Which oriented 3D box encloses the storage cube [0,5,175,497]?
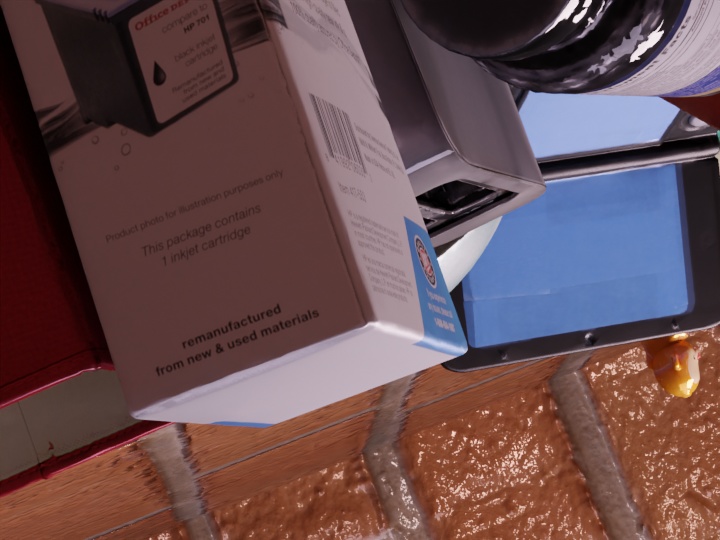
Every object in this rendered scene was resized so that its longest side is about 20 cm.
[{"bbox_3d":[-0.166,-0.012,0.778,0.171,0.180,0.200,-23,169,9],"label":"storage cube"}]

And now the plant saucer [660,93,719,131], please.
[{"bbox_3d":[0.242,-0.133,1.173,0.200,0.037,0.200,-18,-154,-16],"label":"plant saucer"}]

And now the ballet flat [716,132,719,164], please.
[{"bbox_3d":[0.244,-0.079,1.612,0.200,0.070,0.067,-22,170,1],"label":"ballet flat"}]

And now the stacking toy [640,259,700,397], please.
[{"bbox_3d":[0.170,-0.015,1.418,0.110,0.200,0.116,-23,169,7],"label":"stacking toy"}]

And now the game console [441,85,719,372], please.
[{"bbox_3d":[0.141,-0.042,1.309,0.200,0.117,0.176,-9,155,-20],"label":"game console"}]

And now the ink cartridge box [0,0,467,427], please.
[{"bbox_3d":[-0.045,-0.056,0.734,0.086,0.200,0.146,-22,170,11],"label":"ink cartridge box"}]

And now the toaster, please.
[{"bbox_3d":[-0.031,-0.058,0.999,0.181,0.119,0.200,-24,170,17],"label":"toaster"}]

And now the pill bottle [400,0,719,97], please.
[{"bbox_3d":[0.099,-0.127,0.924,0.112,0.112,0.200,-28,168,31],"label":"pill bottle"}]

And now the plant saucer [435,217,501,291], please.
[{"bbox_3d":[0.000,0.000,1.145,0.201,0.039,0.201,-28,-161,10],"label":"plant saucer"}]
